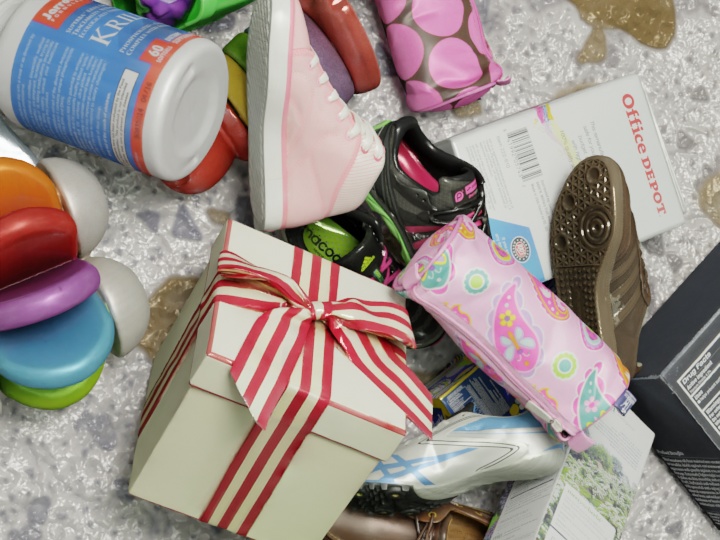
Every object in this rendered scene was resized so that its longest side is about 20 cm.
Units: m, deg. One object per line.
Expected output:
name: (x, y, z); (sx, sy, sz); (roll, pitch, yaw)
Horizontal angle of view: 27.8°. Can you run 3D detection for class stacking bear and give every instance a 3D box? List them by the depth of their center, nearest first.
stacking bear: (-0.092, -0.141, 1.202); (0.199, 0.121, 0.114); (-37, 124, -9)

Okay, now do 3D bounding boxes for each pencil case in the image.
pencil case: (0.120, 0.049, 1.137); (0.200, 0.087, 0.088); (44, 74, -8)
pencil case: (0.060, -0.240, 1.274); (0.093, 0.091, 0.202); (-18, 93, 11)

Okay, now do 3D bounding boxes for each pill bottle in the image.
pill bottle: (-0.211, -0.151, 1.119); (0.199, 0.112, 0.113); (20, 77, 17)

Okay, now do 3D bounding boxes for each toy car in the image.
toy car: (-0.250, 0.009, 1.088); (0.174, 0.150, 0.201); (-24, 95, -24)

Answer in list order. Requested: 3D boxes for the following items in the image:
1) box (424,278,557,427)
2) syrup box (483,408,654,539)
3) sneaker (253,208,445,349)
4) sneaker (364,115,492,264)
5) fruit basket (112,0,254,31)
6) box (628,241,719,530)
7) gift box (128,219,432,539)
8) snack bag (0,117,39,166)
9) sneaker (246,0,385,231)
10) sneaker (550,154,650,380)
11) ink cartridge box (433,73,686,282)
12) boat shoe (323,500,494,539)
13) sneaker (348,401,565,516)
box: (0.145, 0.075, 1.287); (0.200, 0.070, 0.065); (-38, 100, -18)
syrup box: (0.177, 0.194, 1.241); (0.079, 0.081, 0.200); (43, 43, -12)
sneaker: (0.000, 0.000, 1.231); (0.200, 0.087, 0.074); (40, 74, -13)
sneaker: (0.072, -0.040, 1.188); (0.200, 0.084, 0.077); (49, 51, -1)
fruit basket: (-0.193, -0.280, 1.164); (0.214, 0.155, 0.218); (7, 78, -36)
box: (0.361, 0.102, 1.334); (0.200, 0.123, 0.199); (-44, 101, -19)
gift box: (-0.058, 0.096, 1.112); (0.183, 0.187, 0.201); (19, 35, -19)
snack bag: (-0.334, -0.040, 1.151); (0.200, 0.021, 0.189); (-45, 101, -20)
sneaker: (-0.033, -0.127, 1.128); (0.104, 0.075, 0.202); (-7, 121, -14)
sneaker: (0.210, 0.002, 1.246); (0.075, 0.070, 0.202); (-5, 101, -42)
ink cartridge box: (0.173, -0.076, 1.300); (0.199, 0.085, 0.146); (-20, 94, -18)
boat shoe: (0.054, 0.222, 1.245); (0.199, 0.068, 0.073); (15, 81, -18)
sneaker: (0.068, 0.152, 1.197); (0.198, 0.072, 0.073); (-13, 60, 0)
